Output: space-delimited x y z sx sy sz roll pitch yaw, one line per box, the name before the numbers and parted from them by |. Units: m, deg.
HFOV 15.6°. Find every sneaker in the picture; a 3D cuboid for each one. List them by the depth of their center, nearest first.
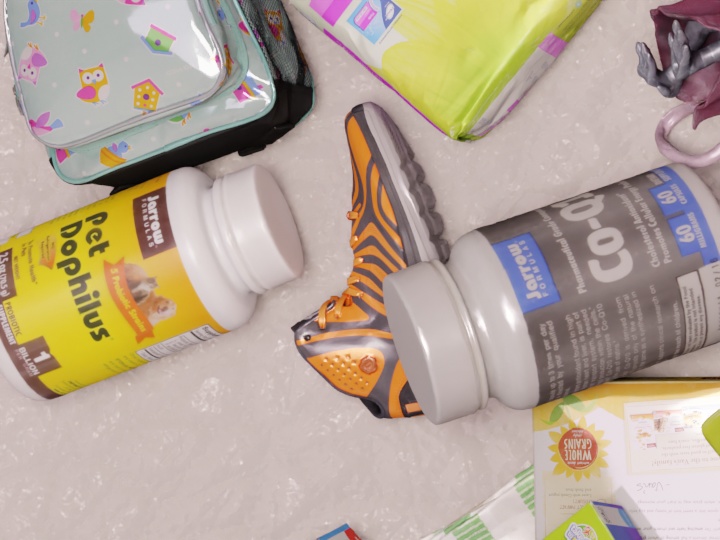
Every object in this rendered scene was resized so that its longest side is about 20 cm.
sneaker | 0.000 0.000 1.673 0.111 0.078 0.201 -19 85 12

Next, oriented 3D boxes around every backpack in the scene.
backpack | -0.143 -0.167 1.678 0.175 0.153 0.201 -19 78 19

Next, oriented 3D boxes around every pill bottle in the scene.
pill bottle | 0.121 0.017 1.591 0.199 0.114 0.114 -19 84 -10
pill bottle | -0.141 0.003 1.693 0.199 0.109 0.110 -21 84 13

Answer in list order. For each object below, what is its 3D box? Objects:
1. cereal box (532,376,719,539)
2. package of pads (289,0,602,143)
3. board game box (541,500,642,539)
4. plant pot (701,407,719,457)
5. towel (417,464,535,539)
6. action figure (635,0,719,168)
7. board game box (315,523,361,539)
cereal box | 0.179 0.167 1.620 0.143 0.040 0.202 -1 92 16
package of pads | 0.076 -0.196 1.662 0.154 0.068 0.200 41 99 12
board game box | 0.147 0.258 1.562 0.134 0.045 0.201 -41 63 20
plant pot | 0.343 0.093 1.491 0.200 0.199 0.182 -41 76 24
towel | 0.113 0.209 1.669 0.199 0.023 0.153 -34 82 11
action figure | 0.276 -0.146 1.593 0.199 0.134 0.150 -18 123 -12
board game box | -0.012 0.302 1.671 0.196 0.056 0.200 44 106 12
